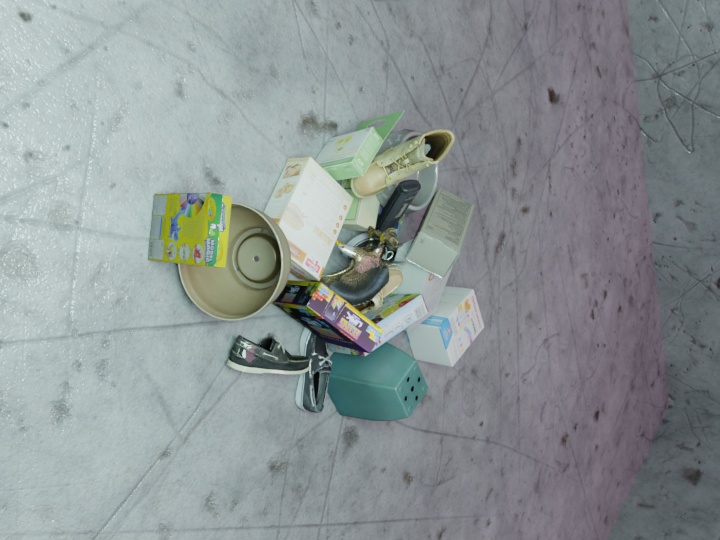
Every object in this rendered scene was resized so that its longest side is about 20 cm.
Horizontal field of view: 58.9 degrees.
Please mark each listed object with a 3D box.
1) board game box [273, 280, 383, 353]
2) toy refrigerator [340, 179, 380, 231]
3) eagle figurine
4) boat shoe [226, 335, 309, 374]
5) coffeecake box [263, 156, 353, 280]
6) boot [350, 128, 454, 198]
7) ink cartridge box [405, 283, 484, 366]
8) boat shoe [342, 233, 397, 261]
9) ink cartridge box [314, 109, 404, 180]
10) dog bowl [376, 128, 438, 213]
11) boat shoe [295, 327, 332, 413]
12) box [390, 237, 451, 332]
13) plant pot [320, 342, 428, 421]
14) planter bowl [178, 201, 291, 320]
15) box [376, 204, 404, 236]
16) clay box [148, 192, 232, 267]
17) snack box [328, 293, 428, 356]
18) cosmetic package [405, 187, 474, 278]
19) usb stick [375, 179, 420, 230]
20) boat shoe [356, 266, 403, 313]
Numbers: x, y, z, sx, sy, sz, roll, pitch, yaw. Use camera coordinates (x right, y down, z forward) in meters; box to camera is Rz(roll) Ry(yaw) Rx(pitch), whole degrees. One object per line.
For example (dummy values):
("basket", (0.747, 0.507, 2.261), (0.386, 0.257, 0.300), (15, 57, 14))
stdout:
("board game box", (-0.073, 0.088, 1.254), (0.165, 0.199, 0.057), (40, 73, -23))
("toy refrigerator", (0.002, -0.195, 1.434), (0.070, 0.075, 0.203), (17, 82, -48))
("eagle figurine", (-0.006, -0.004, 1.355), (0.201, 0.150, 0.152), (-57, 162, -9))
("boat shoe", (-0.173, 0.170, 1.275), (0.199, 0.071, 0.068), (16, 86, -46))
("coffeecake box", (-0.116, -0.105, 1.310), (0.153, 0.073, 0.202), (39, 65, -42))
("boot", (0.084, -0.217, 1.290), (0.199, 0.155, 0.073), (-30, 100, -20))
("ink cartridge box", (0.228, 0.135, 1.686), (0.200, 0.124, 0.130), (-42, 123, -37))
("boat shoe", (0.040, -0.035, 1.486), (0.198, 0.068, 0.074), (6, 122, -53))
("ink cartridge box", (-0.009, -0.277, 1.359), (0.048, 0.145, 0.201), (46, 60, -32))
("dog bowl", (0.109, -0.226, 1.455), (0.199, 0.058, 0.203), (-7, 99, -50))
("boat shoe", (-0.092, 0.204, 1.373), (0.071, 0.067, 0.203), (15, 82, -48))
("box", (0.138, 0.026, 1.531), (0.124, 0.097, 0.202), (-29, 145, -43))
("plant pot", (0.039, 0.248, 1.428), (0.141, 0.198, 0.142), (-47, 127, -34))
("planter bowl", (-0.208, -0.020, 1.149), (0.135, 0.198, 0.203), (-16, 108, -75))
("box", (0.076, -0.184, 1.522), (0.064, 0.070, 0.202), (34, 69, -45))
("clay box", (-0.273, -0.066, 1.041), (0.047, 0.198, 0.116), (5, 91, -48))
("snack box", (0.034, 0.117, 1.425), (0.199, 0.142, 0.053), (-30, 103, -32))
("cosmetic package", (0.183, -0.088, 1.444), (0.088, 0.103, 0.201), (-62, 179, 40))
("usb stick", (0.078, -0.137, 1.362), (0.055, 0.200, 0.033), (-13, 74, -17))
("boat shoe", (0.019, 0.060, 1.428), (0.199, 0.069, 0.074), (-29, 129, -14))
